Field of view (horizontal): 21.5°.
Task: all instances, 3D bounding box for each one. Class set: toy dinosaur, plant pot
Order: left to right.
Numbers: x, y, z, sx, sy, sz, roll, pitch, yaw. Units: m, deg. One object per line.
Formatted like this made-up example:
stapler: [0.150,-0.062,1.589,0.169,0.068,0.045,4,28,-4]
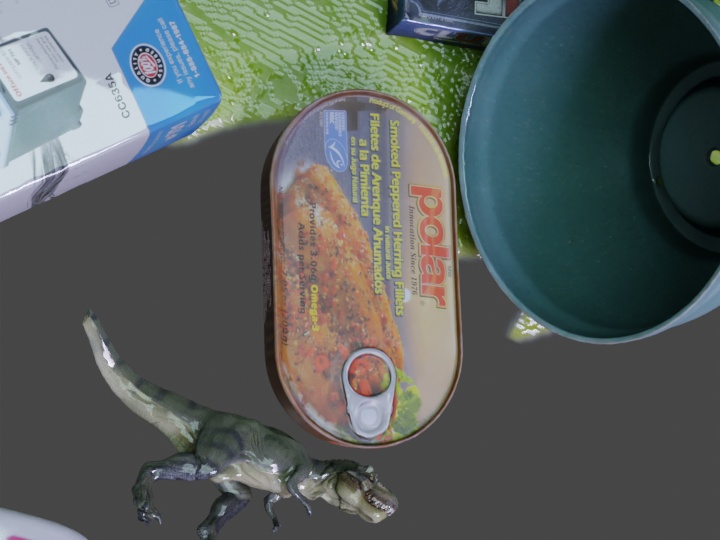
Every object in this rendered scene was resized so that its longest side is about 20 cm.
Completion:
toy dinosaur: [-0.080,0.108,1.031,0.199,0.047,0.089,29,65,-10]
plant pot: [0.172,-0.063,1.072,0.133,0.199,0.202,-3,83,-45]

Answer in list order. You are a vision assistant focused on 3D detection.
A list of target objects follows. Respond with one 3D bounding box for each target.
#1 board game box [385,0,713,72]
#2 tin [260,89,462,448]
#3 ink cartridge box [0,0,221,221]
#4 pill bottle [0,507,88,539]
board game box: [0.118,-0.195,1.139,0.198,0.035,0.137,7,81,-17]
tin: [0.000,0.000,1.074,0.111,0.042,0.202,0,83,-14]
ink cartridge box: [-0.196,-0.107,1.001,0.199,0.086,0.147,-27,91,-21]
pill bottle: [-0.205,0.220,0.927,0.112,0.113,0.202,16,71,-15]
